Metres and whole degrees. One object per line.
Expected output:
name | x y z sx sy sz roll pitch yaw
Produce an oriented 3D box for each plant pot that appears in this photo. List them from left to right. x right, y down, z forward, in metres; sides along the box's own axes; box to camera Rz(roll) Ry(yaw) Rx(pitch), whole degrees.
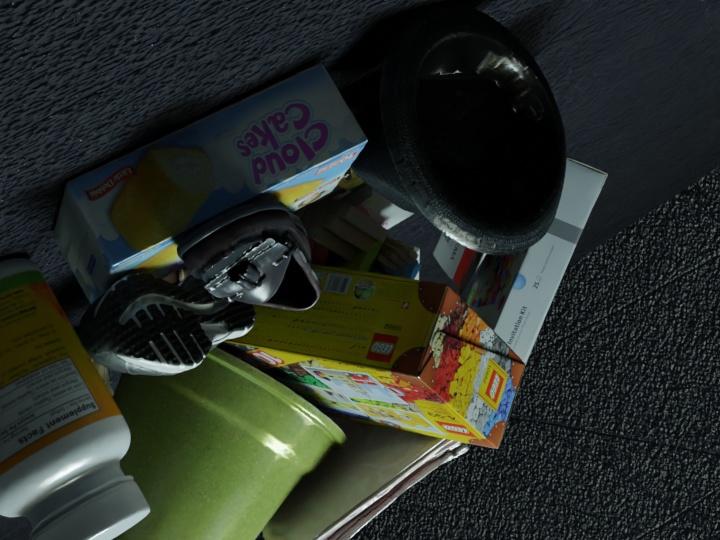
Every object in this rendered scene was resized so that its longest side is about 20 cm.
plant pot | -0.142 0.165 1.603 0.184 0.200 0.200 -61 179 -13

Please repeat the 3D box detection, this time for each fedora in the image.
fedora | 0.058 -0.092 1.441 0.092 0.201 0.201 -16 -177 41

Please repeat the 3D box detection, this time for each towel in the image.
towel | -0.010 0.148 1.675 0.191 0.032 0.200 -37 -153 5

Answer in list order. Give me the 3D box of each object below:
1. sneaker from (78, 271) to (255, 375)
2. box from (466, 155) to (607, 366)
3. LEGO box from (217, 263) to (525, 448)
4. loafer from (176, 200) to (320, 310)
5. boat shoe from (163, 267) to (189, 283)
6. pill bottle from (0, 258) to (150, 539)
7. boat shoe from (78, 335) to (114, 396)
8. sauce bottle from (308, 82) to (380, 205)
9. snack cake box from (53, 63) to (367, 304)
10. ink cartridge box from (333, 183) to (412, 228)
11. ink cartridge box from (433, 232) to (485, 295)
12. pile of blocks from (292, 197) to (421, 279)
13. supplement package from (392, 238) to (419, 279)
sneaker | -0.142 0.045 1.381 0.080 0.074 0.200 -30 173 20
box | 0.133 -0.002 1.665 0.156 0.041 0.200 -119 -130 -81
LEGO box | 0.003 0.061 1.556 0.200 0.077 0.149 8 159 33
loafer | -0.065 -0.005 1.375 0.072 0.063 0.200 -32 173 10
boat shoe | -0.152 0.000 1.540 0.068 0.072 0.200 -30 175 -14
pill bottle | -0.231 0.102 1.414 0.111 0.200 0.111 -30 172 -5
boat shoe | -0.237 0.136 1.723 0.074 0.066 0.200 -40 -149 27
sauce bottle | -0.020 -0.088 1.508 0.200 0.065 0.065 -29 172 -21
snack cake box | -0.105 -0.056 1.384 0.200 0.067 0.115 -28 171 -19
ink cartridge box | -0.016 -0.056 1.707 0.200 0.067 0.117 -31 173 -2
ink cartridge box | 0.102 -0.067 1.701 0.200 0.050 0.161 -49 161 -67
pile of blocks | 0.000 0.000 1.593 0.062 0.082 0.200 -62 157 -5
supplement package | -0.027 0.070 1.844 0.121 0.120 0.200 -40 141 -45
